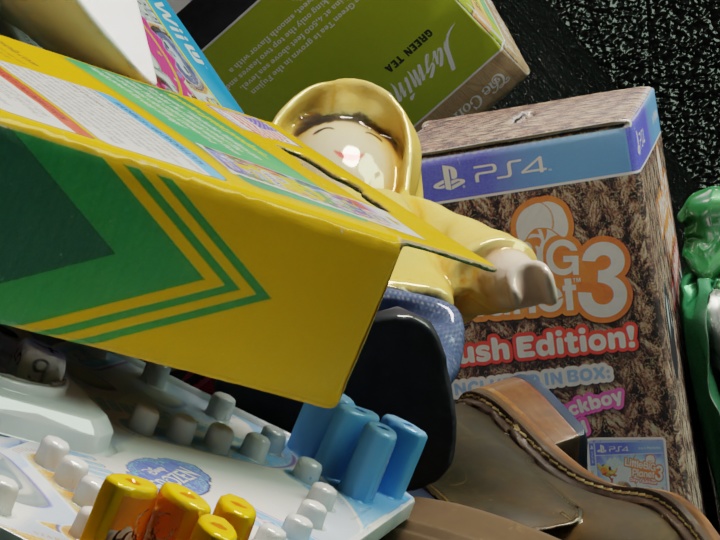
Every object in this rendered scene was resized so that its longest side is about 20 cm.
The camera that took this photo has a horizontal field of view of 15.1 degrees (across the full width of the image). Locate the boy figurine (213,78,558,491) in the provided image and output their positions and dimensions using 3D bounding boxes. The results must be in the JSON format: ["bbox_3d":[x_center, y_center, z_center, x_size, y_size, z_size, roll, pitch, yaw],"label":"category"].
[{"bbox_3d":[0.000,0.000,0.854,0.200,0.123,0.065,-84,171,-64],"label":"boy figurine"}]

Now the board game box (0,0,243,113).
[{"bbox_3d":[-0.124,-0.084,0.977,0.148,0.064,0.200,55,12,18],"label":"board game box"}]

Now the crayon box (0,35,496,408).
[{"bbox_3d":[-0.079,-0.022,0.703,0.199,0.052,0.126,16,11,-37],"label":"crayon box"}]

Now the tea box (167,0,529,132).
[{"bbox_3d":[-0.048,-0.155,1.283,0.197,0.133,0.200,43,14,-32],"label":"tea box"}]

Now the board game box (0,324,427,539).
[{"bbox_3d":[-0.092,0.021,0.669,0.199,0.026,0.200,26,9,11],"label":"board game box"}]

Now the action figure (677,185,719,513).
[{"bbox_3d":[0.155,0.063,1.046,0.118,0.054,0.201,-64,140,-67],"label":"action figure"}]

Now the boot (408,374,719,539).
[{"bbox_3d":[0.052,0.104,0.865,0.200,0.096,0.075,-139,-140,-57],"label":"boot"}]

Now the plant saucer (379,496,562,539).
[{"bbox_3d":[0.060,0.128,0.804,0.199,0.030,0.200,27,-25,13],"label":"plant saucer"}]

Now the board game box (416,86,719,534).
[{"bbox_3d":[0.076,0.040,1.040,0.159,0.096,0.202,-44,125,-78],"label":"board game box"}]

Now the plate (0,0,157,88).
[{"bbox_3d":[-0.142,-0.156,0.820,0.200,0.032,0.200,50,9,-30],"label":"plate"}]

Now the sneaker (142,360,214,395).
[{"bbox_3d":[-0.036,0.016,0.984,0.200,0.080,0.075,-1,66,-65],"label":"sneaker"}]
